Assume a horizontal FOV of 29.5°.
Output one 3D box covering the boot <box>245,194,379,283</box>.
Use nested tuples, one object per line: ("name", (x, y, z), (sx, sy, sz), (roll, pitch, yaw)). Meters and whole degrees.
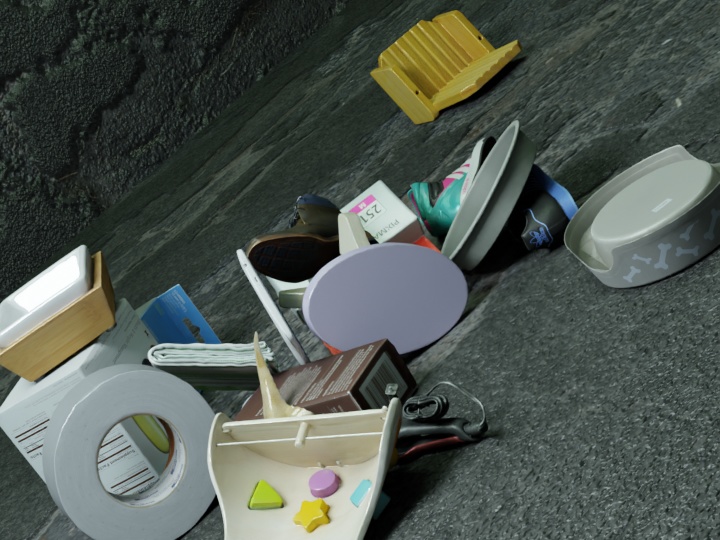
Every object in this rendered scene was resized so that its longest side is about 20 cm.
("boot", (-0.077, -0.042, 1.679), (0.199, 0.097, 0.075), (0, -52, -43))

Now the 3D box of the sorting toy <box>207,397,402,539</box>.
("sorting toy", (-0.054, 0.227, 1.299), (0.198, 0.107, 0.181), (-7, 44, 23))

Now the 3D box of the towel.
("towel", (-0.170, 0.118, 1.656), (0.147, 0.031, 0.200), (2, -14, 2))

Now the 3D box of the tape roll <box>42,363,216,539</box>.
("tape roll", (-0.255, 0.210, 1.545), (0.200, 0.201, 0.066), (-40, 19, -18))

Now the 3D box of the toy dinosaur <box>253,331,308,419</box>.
("toy dinosaur", (-0.091, 0.176, 1.466), (0.101, 0.201, 0.058), (-35, -27, 21))

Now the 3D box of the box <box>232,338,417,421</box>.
("box", (-0.044, 0.152, 1.520), (0.199, 0.075, 0.100), (-18, 23, 40))

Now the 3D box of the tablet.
("tablet", (-0.094, 0.061, 1.607), (0.014, 0.131, 0.200), (-30, -22, -4))

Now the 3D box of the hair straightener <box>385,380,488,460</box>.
("hair straightener", (0.047, 0.149, 1.342), (0.199, 0.077, 0.041), (-16, 23, 48))

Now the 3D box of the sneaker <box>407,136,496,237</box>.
("sneaker", (0.129, -0.111, 1.898), (0.120, 0.084, 0.201), (-15, 26, 27))

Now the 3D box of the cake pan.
("cake pan", (0.157, -0.086, 1.665), (0.202, 0.036, 0.200), (-62, 5, 9))

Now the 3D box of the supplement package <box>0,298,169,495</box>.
("supplement package", (-0.324, 0.185, 1.747), (0.146, 0.201, 0.192), (-27, 19, 20))

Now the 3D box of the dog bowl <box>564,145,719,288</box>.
("dog bowl", (0.312, -0.057, 1.427), (0.199, 0.059, 0.200), (-32, 17, 11))

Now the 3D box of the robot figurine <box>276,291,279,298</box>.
("robot figurine", (-0.039, -0.015, 1.890), (0.199, 0.114, 0.169), (-21, 7, 38))

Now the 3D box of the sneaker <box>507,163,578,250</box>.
("sneaker", (0.205, -0.077, 1.670), (0.077, 0.071, 0.200), (-30, 17, -2))

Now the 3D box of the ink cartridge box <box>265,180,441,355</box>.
("ink cartridge box", (0.000, 0.000, 1.746), (0.199, 0.044, 0.174), (-37, 50, -7))

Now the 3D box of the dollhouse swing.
("dollhouse swing", (0.159, -0.391, 2.467), (0.200, 0.182, 0.176), (-42, -2, -25))

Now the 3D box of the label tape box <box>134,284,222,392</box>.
("label tape box", (-0.300, 0.135, 1.931), (0.199, 0.144, 0.066), (-32, 16, 11))

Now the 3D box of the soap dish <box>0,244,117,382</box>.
("soap dish", (-0.382, 0.054, 1.725), (0.157, 0.082, 0.200), (-35, 17, -1))

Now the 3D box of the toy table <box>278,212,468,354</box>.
("toy table", (0.011, 0.029, 1.601), (0.198, 0.186, 0.117), (5, 5, -24))
